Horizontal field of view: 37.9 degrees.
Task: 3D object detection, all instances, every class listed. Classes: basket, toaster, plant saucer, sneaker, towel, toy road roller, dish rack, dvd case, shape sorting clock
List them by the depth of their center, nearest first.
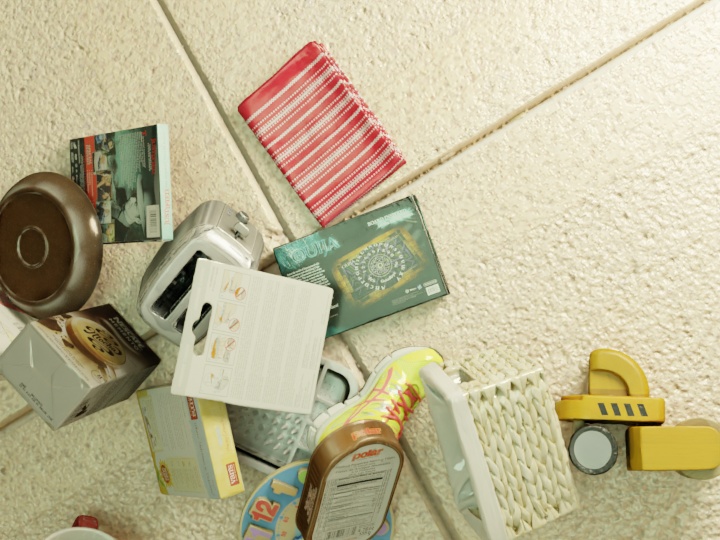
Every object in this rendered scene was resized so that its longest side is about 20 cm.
[{"bbox_3d":[0.330,0.169,1.237,0.198,0.123,0.147,0,80,12],"label":"toy road roller"},{"bbox_3d":[0.164,0.201,1.238,0.122,0.136,0.202,-18,103,-9],"label":"basket"},{"bbox_3d":[0.033,0.176,1.286,0.200,0.090,0.078,-41,124,-8],"label":"sneaker"},{"bbox_3d":[-0.209,0.011,1.322,0.113,0.129,0.200,40,98,-13],"label":"toaster"},{"bbox_3d":[-0.055,0.330,1.329,0.198,0.039,0.202,-1,107,-2],"label":"shape sorting clock"},{"bbox_3d":[-0.053,-0.177,1.351,0.144,0.022,0.201,-37,85,11],"label":"towel"},{"bbox_3d":[-0.313,-0.107,1.356,0.199,0.022,0.147,-2,91,44],"label":"dvd case"},{"bbox_3d":[-0.110,0.173,1.362,0.199,0.044,0.173,23,97,10],"label":"dish rack"},{"bbox_3d":[-0.430,-0.032,1.400,0.199,0.032,0.202,1,93,27],"label":"plant saucer"}]

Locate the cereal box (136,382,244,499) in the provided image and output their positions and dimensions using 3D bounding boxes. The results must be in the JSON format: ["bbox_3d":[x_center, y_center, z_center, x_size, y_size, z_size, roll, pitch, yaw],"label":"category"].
[{"bbox_3d":[-0.218,0.212,1.323,0.039,0.199,0.145,-13,89,-34],"label":"cereal box"}]

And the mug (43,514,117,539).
[{"bbox_3d":[-0.376,0.438,1.373,0.133,0.178,0.201,33,122,4],"label":"mug"}]

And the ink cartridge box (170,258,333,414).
[{"bbox_3d":[-0.134,0.081,1.256,0.047,0.199,0.162,5,83,53],"label":"ink cartridge box"}]

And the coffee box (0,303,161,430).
[{"bbox_3d":[-0.352,0.117,1.329,0.113,0.200,0.080,45,102,6],"label":"coffee box"}]

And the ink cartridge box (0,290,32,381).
[{"bbox_3d":[-0.503,0.087,1.358,0.116,0.200,0.068,42,99,7],"label":"ink cartridge box"}]

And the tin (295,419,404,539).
[{"bbox_3d":[-0.012,0.261,1.241,0.042,0.111,0.201,52,140,43],"label":"tin"}]

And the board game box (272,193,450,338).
[{"bbox_3d":[0.000,0.000,1.342,0.199,0.028,0.136,-20,87,12],"label":"board game box"}]
